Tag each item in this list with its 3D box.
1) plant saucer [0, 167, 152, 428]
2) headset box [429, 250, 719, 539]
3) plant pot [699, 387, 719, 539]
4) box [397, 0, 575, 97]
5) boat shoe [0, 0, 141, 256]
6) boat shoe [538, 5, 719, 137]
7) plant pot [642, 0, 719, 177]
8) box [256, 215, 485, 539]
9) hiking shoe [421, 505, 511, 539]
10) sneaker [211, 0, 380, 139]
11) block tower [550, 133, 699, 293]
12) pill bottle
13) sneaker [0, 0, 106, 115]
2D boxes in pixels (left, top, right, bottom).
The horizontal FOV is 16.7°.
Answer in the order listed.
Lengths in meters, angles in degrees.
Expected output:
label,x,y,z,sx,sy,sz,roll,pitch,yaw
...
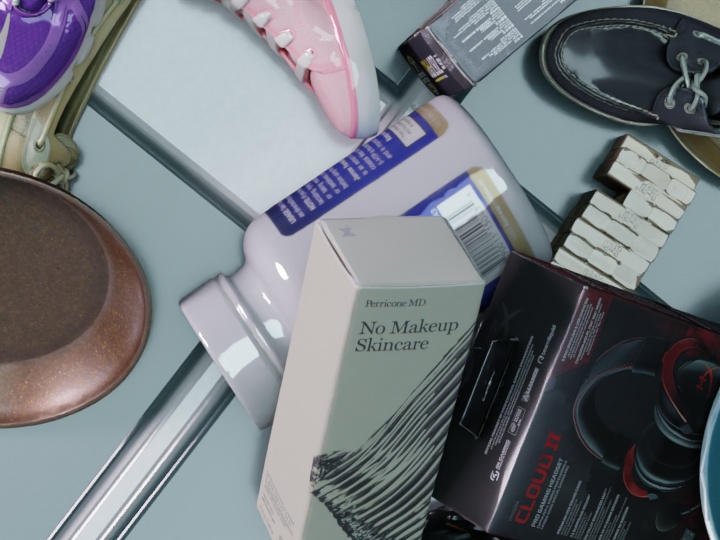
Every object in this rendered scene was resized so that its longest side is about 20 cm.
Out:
label,x,y,z,sx,sy,sz,roll,pitch,yaw
plant saucer,-0.218,0.008,1.410,0.198,0.037,0.202,0,131,0
headset box,0.135,0.085,1.405,0.199,0.075,0.150,19,95,-37
plant pot,0.324,0.124,1.399,0.199,0.187,0.202,-12,70,34
box,0.115,-0.182,1.414,0.200,0.161,0.049,-41,93,-4
boat shoe,-0.176,-0.098,1.440,0.063,0.073,0.202,17,82,1
boat shoe,0.205,-0.114,1.442,0.198,0.063,0.073,14,89,-4
plant pot,0.266,-0.143,1.491,0.198,0.027,0.202,0,90,-3
box,0.004,0.071,1.353,0.081,0.069,0.201,-3,125,-21
hiking shoe,0.053,0.188,1.465,0.198,0.075,0.087,7,112,-3
sneaker,-0.060,-0.161,1.443,0.104,0.075,0.202,-18,84,-8
block tower,0.126,0.016,1.468,0.058,0.054,0.201,31,88,-3
pill bottle,0.000,0.000,1.427,0.199,0.120,0.120,-33,92,-3
sneaker,-0.170,-0.185,1.376,0.080,0.083,0.201,25,84,-2
